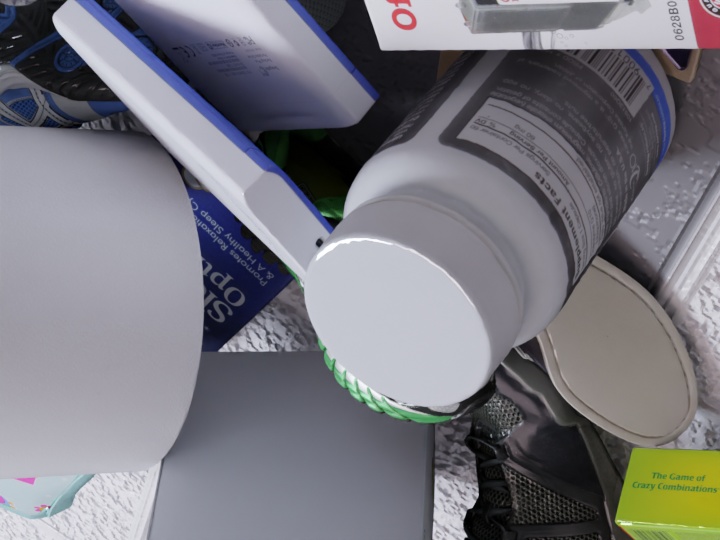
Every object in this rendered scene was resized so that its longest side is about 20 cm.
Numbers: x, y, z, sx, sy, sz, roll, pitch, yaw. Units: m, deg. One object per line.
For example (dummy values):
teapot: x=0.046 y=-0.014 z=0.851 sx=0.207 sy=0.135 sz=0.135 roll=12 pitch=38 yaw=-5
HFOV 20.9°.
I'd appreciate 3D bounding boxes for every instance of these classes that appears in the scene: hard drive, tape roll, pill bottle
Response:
hard drive: x=-0.092 y=-0.149 z=0.972 sx=0.200 sy=0.025 sz=0.132 roll=47 pitch=160 yaw=-23
tape roll: x=-0.192 y=0.018 z=1.111 sx=0.203 sy=0.139 sz=0.203 roll=2 pitch=92 yaw=61
hard drive: x=-0.070 y=-0.055 z=0.991 sx=0.200 sy=0.025 sz=0.132 roll=42 pitch=175 yaw=44
pill bottle: x=0.062 y=-0.034 z=0.925 sx=0.114 sy=0.200 sz=0.114 roll=20 pitch=135 yaw=21

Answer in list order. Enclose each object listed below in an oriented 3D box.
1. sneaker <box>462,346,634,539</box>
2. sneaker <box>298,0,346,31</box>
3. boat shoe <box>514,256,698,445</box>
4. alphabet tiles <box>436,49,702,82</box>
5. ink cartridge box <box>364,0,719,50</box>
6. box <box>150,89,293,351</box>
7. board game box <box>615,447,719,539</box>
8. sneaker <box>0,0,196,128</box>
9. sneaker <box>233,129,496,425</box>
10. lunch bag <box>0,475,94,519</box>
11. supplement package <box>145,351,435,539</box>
sneaker: x=0.086 y=0.128 z=1.120 sx=0.199 sy=0.114 sz=0.076 roll=60 pitch=164 yaw=-21
sneaker: x=-0.083 y=-0.203 z=0.992 sx=0.080 sy=0.070 sz=0.200 roll=-2 pitch=125 yaw=40
boat shoe: x=0.106 y=0.015 z=1.070 sx=0.200 sy=0.073 sz=0.063 roll=43 pitch=-178 yaw=-12
alphabet tiles: x=0.094 y=-0.149 z=0.959 sx=0.167 sy=0.008 sz=0.200 roll=24 pitch=137 yaw=16
ink cartridge box: x=0.091 y=-0.172 z=0.845 sx=0.200 sy=0.083 sz=0.147 roll=2 pitch=138 yaw=24
box: x=-0.108 y=-0.014 z=1.205 sx=0.121 sy=0.032 sz=0.200 roll=43 pitch=139 yaw=-4
board game box: x=0.249 y=0.139 z=1.040 sx=0.200 sy=0.048 sz=0.102 roll=-1 pitch=150 yaw=37
sneaker: x=-0.172 y=-0.119 z=1.143 sx=0.200 sy=0.076 sz=0.077 roll=6 pitch=154 yaw=30
sneaker: x=0.000 y=0.000 z=1.061 sx=0.200 sy=0.078 sz=0.085 roll=48 pitch=156 yaw=16
lunch bag: x=-0.241 y=0.064 z=1.298 sx=0.200 sy=0.122 sz=0.170 roll=48 pitch=141 yaw=1
supplement package: x=-0.036 y=0.151 z=1.138 sx=0.156 sy=0.200 sz=0.111 roll=0 pitch=130 yaw=5
